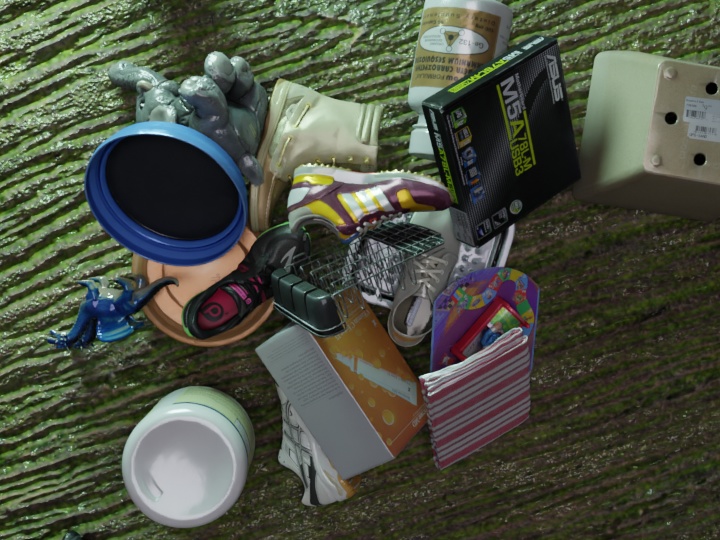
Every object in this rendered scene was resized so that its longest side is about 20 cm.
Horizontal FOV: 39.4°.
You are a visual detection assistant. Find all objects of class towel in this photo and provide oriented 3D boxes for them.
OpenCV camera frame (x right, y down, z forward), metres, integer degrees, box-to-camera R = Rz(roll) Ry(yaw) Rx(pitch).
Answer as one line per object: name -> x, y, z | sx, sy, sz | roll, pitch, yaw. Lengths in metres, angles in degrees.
towel -> 0.147, 0.164, 1.267 | 0.146, 0.200, 0.030 | -26, 51, -12

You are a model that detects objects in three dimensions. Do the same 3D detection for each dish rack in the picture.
dish rack -> 0.000, 0.000, 1.208 | 0.200, 0.153, 0.055 | -26, 115, -21
dish rack -> 0.088, -0.024, 1.318 | 0.200, 0.044, 0.172 | 18, 91, -3

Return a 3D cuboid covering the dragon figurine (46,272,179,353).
dragon figurine -> -0.306, 0.056, 1.281 | 0.200, 0.059, 0.100 | -5, 96, 16

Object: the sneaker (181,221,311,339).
sneaker -> -0.137, 0.021, 1.257 | 0.200, 0.084, 0.077 | -43, 107, 2

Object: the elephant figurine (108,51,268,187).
elephant figurine -> -0.222, -0.187, 1.261 | 0.200, 0.142, 0.155 | -11, 52, 31

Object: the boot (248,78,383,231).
boot -> -0.057, -0.134, 1.291 | 0.155, 0.073, 0.200 | 13, 81, -3

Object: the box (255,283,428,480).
box -> -0.016, 0.138, 1.266 | 0.097, 0.124, 0.200 | -31, 95, 38

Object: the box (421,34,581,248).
box -> 0.179, -0.158, 1.240 | 0.193, 0.048, 0.200 | -31, 124, -21

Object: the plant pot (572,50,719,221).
plant pot -> 0.398, -0.173, 1.257 | 0.200, 0.177, 0.200 | 9, 93, -3

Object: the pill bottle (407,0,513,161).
pill bottle -> 0.121, -0.239, 1.274 | 0.114, 0.114, 0.200 | 10, 92, -3

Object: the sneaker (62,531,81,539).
sneaker -> -0.439, 0.399, 1.305 | 0.200, 0.077, 0.084 | -23, 72, -1

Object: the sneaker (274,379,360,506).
sneaker -> -0.080, 0.214, 1.308 | 0.088, 0.076, 0.200 | -28, 81, 22

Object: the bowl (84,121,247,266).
bowl -> -0.232, -0.093, 1.220 | 0.200, 0.039, 0.201 | 6, 132, 6

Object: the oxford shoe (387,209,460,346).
oxford shoe -> 0.083, 0.001, 1.271 | 0.075, 0.058, 0.200 | 16, 91, -2

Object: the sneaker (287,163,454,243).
sneaker -> 0.011, -0.072, 1.216 | 0.200, 0.075, 0.090 | 5, 76, 11

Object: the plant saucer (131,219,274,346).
plant saucer -> -0.199, 0.001, 1.315 | 0.200, 0.032, 0.201 | 0, 93, -2

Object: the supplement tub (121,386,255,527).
supplement tub -> -0.205, 0.221, 1.239 | 0.145, 0.200, 0.145 | 0, 92, -2

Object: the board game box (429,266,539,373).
board game box -> 0.168, 0.095, 1.282 | 0.158, 0.039, 0.200 | -9, 115, -23
